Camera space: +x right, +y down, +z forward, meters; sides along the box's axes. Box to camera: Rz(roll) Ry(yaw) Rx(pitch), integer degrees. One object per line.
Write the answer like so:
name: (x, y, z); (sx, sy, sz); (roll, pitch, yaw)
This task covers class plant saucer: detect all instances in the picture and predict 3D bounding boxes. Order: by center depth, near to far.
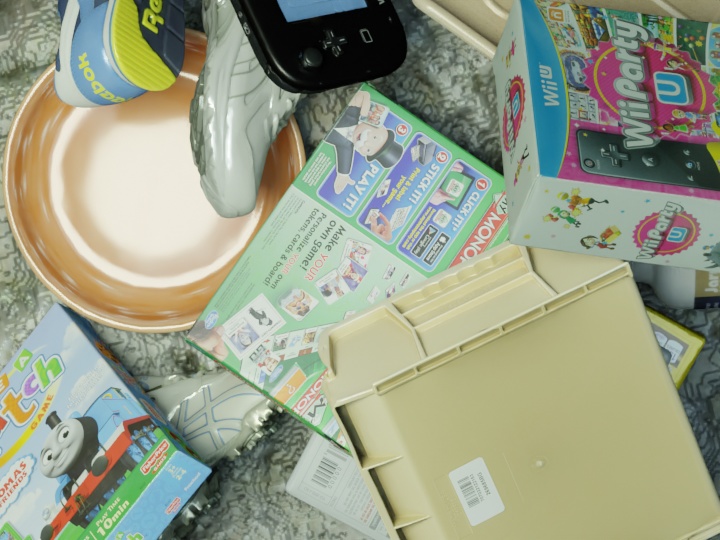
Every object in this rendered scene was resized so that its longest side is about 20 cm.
plant saucer: (-0.133, -0.060, 1.663); (0.200, 0.037, 0.201); (0, 93, 3)

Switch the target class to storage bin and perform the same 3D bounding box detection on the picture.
storage bin: (0.097, 0.100, 1.547); (0.198, 0.094, 0.200); (-25, 116, -3)

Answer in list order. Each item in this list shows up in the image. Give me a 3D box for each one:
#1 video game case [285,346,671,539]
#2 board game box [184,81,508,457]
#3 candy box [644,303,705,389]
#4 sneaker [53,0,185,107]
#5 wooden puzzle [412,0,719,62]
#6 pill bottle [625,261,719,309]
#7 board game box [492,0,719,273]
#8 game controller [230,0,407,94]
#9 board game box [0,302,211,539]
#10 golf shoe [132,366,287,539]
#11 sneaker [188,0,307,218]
video game case: (0.075, 0.098, 1.643); (0.182, 0.022, 0.200); (28, 99, 3)
board game box: (0.000, 0.000, 1.602); (0.134, 0.029, 0.200); (35, 83, 2)
candy box: (0.114, 0.041, 1.657); (0.200, 0.026, 0.102); (28, 98, 2)
sneaker: (-0.152, -0.186, 1.611); (0.082, 0.200, 0.074); (-27, 130, 37)
wooden puzzle: (0.152, -0.179, 1.612); (0.185, 0.046, 0.200); (36, 64, 2)
pill bottle: (0.239, -0.032, 1.604); (0.199, 0.111, 0.111); (-3, 92, 4)
board game box: (0.184, -0.077, 1.499); (0.200, 0.064, 0.148); (6, 50, -11)
game controller: (-0.046, -0.202, 1.579); (0.104, 0.042, 0.200); (-18, 75, -26)
board game box: (-0.191, 0.129, 1.606); (0.037, 0.200, 0.151); (36, 95, -38)
golf shoe: (-0.103, 0.089, 1.650); (0.097, 0.078, 0.200); (42, 92, 8)
sneaker: (-0.054, -0.127, 1.601); (0.099, 0.078, 0.200); (7, 74, -10)
